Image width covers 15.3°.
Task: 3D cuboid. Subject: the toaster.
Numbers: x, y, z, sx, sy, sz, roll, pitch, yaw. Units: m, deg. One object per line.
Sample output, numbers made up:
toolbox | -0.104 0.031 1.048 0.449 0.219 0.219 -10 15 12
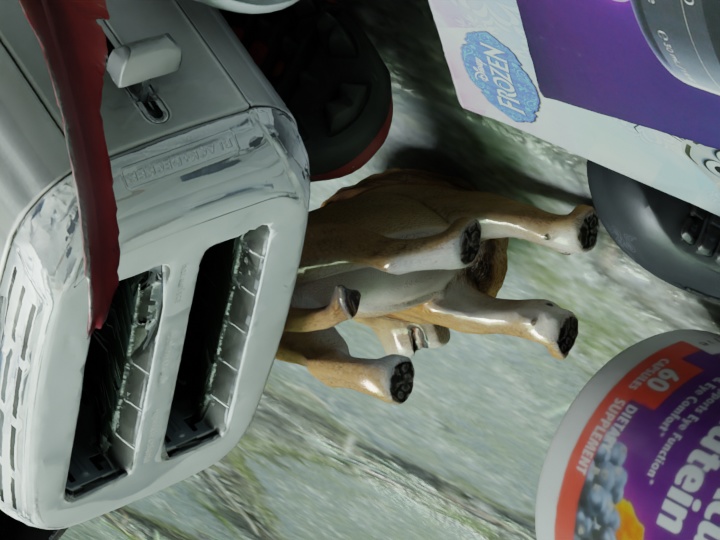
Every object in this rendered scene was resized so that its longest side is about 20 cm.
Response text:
toaster | -0.094 -0.013 0.814 0.129 0.113 0.200 51 144 29

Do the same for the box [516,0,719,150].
box | 0.087 -0.108 0.468 0.141 0.079 0.200 17 144 33

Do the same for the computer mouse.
computer mouse | 0.153 0.021 0.853 0.200 0.034 0.059 33 162 -4

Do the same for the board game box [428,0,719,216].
board game box | 0.103 -0.069 0.672 0.199 0.043 0.200 24 161 21

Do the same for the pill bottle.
pill bottle | 0.160 0.101 0.883 0.200 0.112 0.111 26 164 48

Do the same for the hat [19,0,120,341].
hat | -0.098 -0.128 0.619 0.200 0.176 0.166 30 161 1

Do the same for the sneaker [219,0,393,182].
sneaker | -0.046 -0.056 0.922 0.200 0.071 0.098 14 156 50

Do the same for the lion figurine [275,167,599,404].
lion figurine | 0.000 0.000 0.909 0.122 0.073 0.200 11 -177 30

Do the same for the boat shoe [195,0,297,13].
boat shoe | -0.086 -0.150 0.758 0.200 0.074 0.067 44 176 -7

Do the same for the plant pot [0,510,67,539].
plant pot | -0.187 -0.017 1.098 0.177 0.200 0.200 31 167 45
